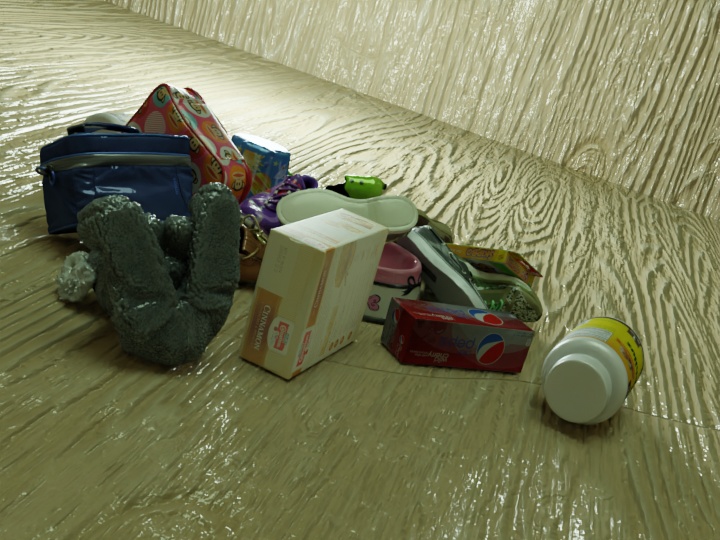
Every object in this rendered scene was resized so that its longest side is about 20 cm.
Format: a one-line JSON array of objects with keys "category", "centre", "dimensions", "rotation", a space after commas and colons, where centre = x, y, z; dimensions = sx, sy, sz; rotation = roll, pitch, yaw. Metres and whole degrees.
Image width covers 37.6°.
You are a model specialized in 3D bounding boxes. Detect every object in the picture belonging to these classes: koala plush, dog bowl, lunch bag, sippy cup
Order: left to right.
[{"category": "lunch bag", "centre": [-0.319, -0.120, 1.355], "dimensions": [0.198, 0.135, 0.135], "rotation": [-3, -2, -40]}, {"category": "koala plush", "centre": [-0.240, 0.003, 1.156], "dimensions": [0.175, 0.187, 0.199], "rotation": [-10, 9, -35]}, {"category": "lunch bag", "centre": [-0.258, -0.139, 1.477], "dimensions": [0.082, 0.176, 0.201], "rotation": [-3, 53, -56]}, {"category": "sippy cup", "centre": [-0.171, -0.139, 1.652], "dimensions": [0.138, 0.132, 0.178], "rotation": [16, 14, -9]}, {"category": "dog bowl", "centre": [0.000, 0.000, 1.507], "dimensions": [0.197, 0.075, 0.200], "rotation": [16, 17, -5]}]

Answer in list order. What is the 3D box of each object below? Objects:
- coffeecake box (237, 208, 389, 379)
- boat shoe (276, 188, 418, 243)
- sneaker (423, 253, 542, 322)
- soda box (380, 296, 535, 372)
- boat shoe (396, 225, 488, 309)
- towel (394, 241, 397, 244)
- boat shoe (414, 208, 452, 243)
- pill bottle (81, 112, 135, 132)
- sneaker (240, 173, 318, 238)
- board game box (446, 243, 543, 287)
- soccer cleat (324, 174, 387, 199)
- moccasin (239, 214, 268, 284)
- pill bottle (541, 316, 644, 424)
[{"category": "coffeecake box", "centre": [-0.051, 0.022, 1.242], "dimensions": [0.072, 0.156, 0.200], "rotation": [22, 17, 17]}, {"category": "boat shoe", "centre": [-0.022, -0.069, 1.469], "dimensions": [0.198, 0.073, 0.060], "rotation": [1, -20, -14]}, {"category": "sneaker", "centre": [0.177, 0.048, 1.598], "dimensions": [0.197, 0.077, 0.089], "rotation": [20, 48, 2]}, {"category": "soda box", "centre": [0.128, 0.086, 1.387], "dimensions": [0.198, 0.064, 0.070], "rotation": [8, 19, -30]}, {"category": "boat shoe", "centre": [0.132, 0.008, 1.536], "dimensions": [0.056, 0.069, 0.200], "rotation": [-25, 62, -29]}, {"category": "towel", "centre": [0.001, -0.035, 1.601], "dimensions": [0.197, 0.087, 0.018], "rotation": [13, 30, -15]}, {"category": "boat shoe", "centre": [0.094, -0.049, 1.753], "dimensions": [0.199, 0.072, 0.073], "rotation": [19, 49, -52]}, {"category": "pill bottle", "centre": [-0.343, -0.189, 1.669], "dimensions": [0.113, 0.116, 0.199], "rotation": [27, 18, 27]}, {"category": "sneaker", "centre": [-0.119, -0.102, 1.531], "dimensions": [0.080, 0.084, 0.200], "rotation": [39, 25, 3]}, {"category": "board game box", "centre": [0.182, -0.011, 1.654], "dimensions": [0.198, 0.030, 0.095], "rotation": [5, -20, 40]}, {"category": "soccer cleat", "centre": [-0.030, -0.095, 1.621], "dimensions": [0.080, 0.068, 0.200], "rotation": [13, -27, -20]}, {"category": "moccasin", "centre": [-0.159, -0.030, 1.405], "dimensions": [0.199, 0.079, 0.074], "rotation": [7, 21, -25]}, {"category": "pill bottle", "centre": [0.295, 0.129, 1.349], "dimensions": [0.108, 0.111, 0.200], "rotation": [24, 18, 19]}]
